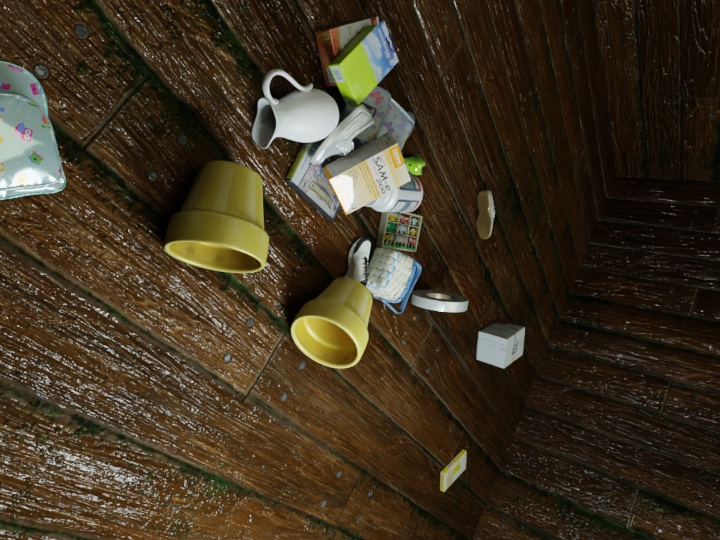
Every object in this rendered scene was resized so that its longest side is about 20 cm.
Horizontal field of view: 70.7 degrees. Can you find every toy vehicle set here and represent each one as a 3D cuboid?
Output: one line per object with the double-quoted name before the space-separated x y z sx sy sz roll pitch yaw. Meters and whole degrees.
"toy vehicle set" 0.129 -0.130 1.665 0.200 0.026 0.125 4 98 -51

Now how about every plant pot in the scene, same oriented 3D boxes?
"plant pot" -0.060 0.127 1.376 0.189 0.200 0.201 -62 142 -43
"plant pot" -0.281 -0.113 1.046 0.201 0.200 0.190 28 64 -51

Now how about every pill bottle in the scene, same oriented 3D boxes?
"pill bottle" 0.085 -0.233 1.508 0.200 0.119 0.120 -6 104 -50

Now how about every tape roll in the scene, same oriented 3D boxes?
"tape roll" 0.275 0.105 1.771 0.202 0.202 0.037 -4 104 -50

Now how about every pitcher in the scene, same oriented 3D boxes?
"pitcher" -0.145 -0.378 1.171 0.200 0.121 0.172 -22 139 -39

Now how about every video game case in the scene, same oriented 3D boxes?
"video game case" -0.096 -0.260 1.351 0.200 0.025 0.181 40 69 -48

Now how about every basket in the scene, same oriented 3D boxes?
"basket" 0.107 0.022 1.588 0.200 0.139 0.177 37 72 -40

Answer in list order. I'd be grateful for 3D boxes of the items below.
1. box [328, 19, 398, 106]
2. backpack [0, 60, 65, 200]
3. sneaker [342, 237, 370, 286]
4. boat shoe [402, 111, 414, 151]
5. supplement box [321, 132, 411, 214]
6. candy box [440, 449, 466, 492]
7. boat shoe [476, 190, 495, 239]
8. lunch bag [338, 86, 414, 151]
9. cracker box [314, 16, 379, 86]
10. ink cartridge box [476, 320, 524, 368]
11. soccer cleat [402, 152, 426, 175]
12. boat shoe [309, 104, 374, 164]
"box" 0.012 -0.529 1.297 0.200 0.048 0.122 -54 137 -24
"backpack" -0.536 -0.202 0.730 0.175 0.153 0.201 -19 108 -41
"sneaker" 0.000 0.000 1.502 0.074 0.080 0.201 24 80 -49
"boat shoe" 0.109 -0.391 1.545 0.057 0.068 0.200 75 38 -70
"supplement box" 0.017 -0.253 1.333 0.200 0.074 0.126 -29 132 0
"candy box" 0.427 0.915 2.328 0.200 0.026 0.103 -22 119 -46
"boat shoe" 0.523 -0.230 2.087 0.069 0.071 0.201 -20 114 -45
"lunch bag" 0.032 -0.395 1.394 0.200 0.127 0.170 35 72 -35
"cracker box" -0.021 -0.574 1.329 0.200 0.058 0.134 -38 128 -39
"ink cartridge box" 0.645 0.336 2.337 0.200 0.145 0.145 -15 112 -47
"soccer cleat" 0.141 -0.325 1.513 0.081 0.200 0.068 19 103 -9
"boat shoe" -0.043 -0.330 1.284 0.069 0.072 0.200 44 75 -12
